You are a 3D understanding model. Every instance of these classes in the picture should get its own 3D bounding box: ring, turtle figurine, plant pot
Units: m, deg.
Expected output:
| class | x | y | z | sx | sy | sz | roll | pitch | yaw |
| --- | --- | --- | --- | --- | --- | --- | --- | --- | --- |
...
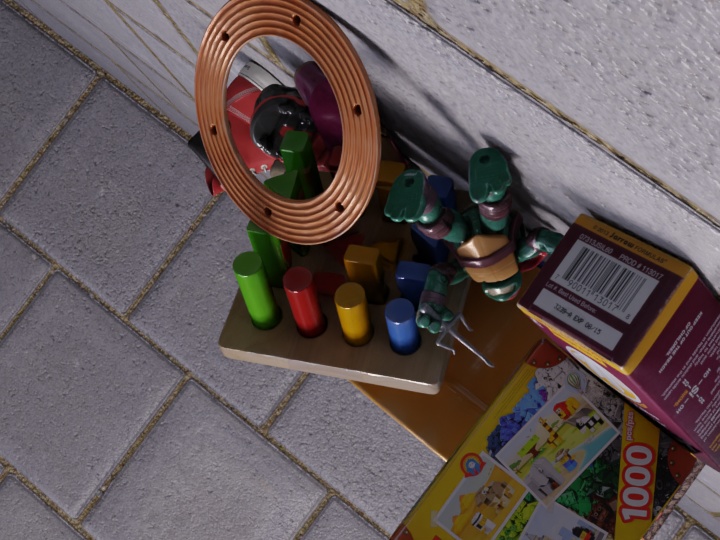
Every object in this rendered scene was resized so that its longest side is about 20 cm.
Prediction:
| class | x | y | z | sx | sy | sz | roll | pitch | yaw |
| --- | --- | --- | --- | --- | --- | --- | --- | --- | --- |
| ring | -0.057 | -0.119 | 0.978 | 0.200 | 0.202 | 0.019 | 36 | -140 | 26 |
| turtle figurine | 0.101 | -0.011 | 0.998 | 0.200 | 0.149 | 0.101 | 54 | -171 | -47 |
| plant pot | 0.118 | 0.087 | 1.146 | 0.199 | 0.184 | 0.200 | 38 | 176 | 3 |

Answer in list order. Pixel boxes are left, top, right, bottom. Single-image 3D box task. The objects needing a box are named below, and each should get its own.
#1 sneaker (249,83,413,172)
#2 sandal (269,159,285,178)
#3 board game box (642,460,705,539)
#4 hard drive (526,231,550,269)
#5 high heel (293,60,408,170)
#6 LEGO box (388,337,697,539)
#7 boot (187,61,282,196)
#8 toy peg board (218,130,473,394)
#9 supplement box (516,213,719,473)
| class | x | y | z | sx | sy | sz | roll | pitch | yaw |
| --- | --- | --- | --- | --- | --- | --- | --- | --- | --- |
| sneaker | -0.026 | -0.127 | 1.250 | 0.199 | 0.071 | 0.098 | 26 | -159 | -27 |
| sandal | -0.029 | -0.032 | 1.286 | 0.200 | 0.054 | 0.080 | 46 | 157 | -1 |
| board game box | 0.262 | 0.188 | 1.298 | 0.097 | 0.201 | 0.159 | 38 | 178 | -18 |
| hard drive | 0.192 | 0.013 | 1.161 | 0.199 | 0.025 | 0.132 | 36 | 176 | 40 |
| high heel | 0.008 | -0.102 | 1.147 | 0.200 | 0.067 | 0.096 | 45 | -177 | -44 |
| LEGO box | 0.137 | 0.177 | 0.965 | 0.148 | 0.201 | 0.077 | 37 | 179 | 7 |
| boot | -0.096 | -0.120 | 1.434 | 0.199 | 0.145 | 0.072 | 38 | 176 | -22 |
| toy peg board | -0.008 | -0.020 | 1.067 | 0.196 | 0.202 | 0.098 | 9 | 147 | 16 |
| supplement box | 0.219 | 0.057 | 0.927 | 0.110 | 0.086 | 0.200 | 34 | 175 | 47 |
